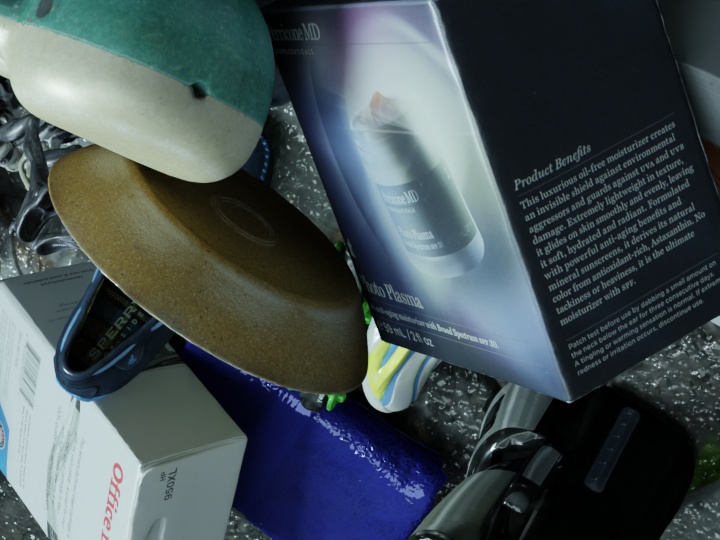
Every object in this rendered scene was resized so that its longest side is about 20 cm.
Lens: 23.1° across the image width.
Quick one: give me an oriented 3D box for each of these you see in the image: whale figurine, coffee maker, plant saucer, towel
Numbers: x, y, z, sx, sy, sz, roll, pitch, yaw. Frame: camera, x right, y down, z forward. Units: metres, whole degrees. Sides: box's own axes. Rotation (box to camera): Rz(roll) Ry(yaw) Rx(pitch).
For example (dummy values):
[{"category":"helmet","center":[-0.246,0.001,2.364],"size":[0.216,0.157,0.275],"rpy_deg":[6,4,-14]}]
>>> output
[{"category":"whale figurine","center":[-0.120,-0.115,0.872],"size":[0.199,0.158,0.105],"rpy_deg":[23,90,56]},{"category":"coffee maker","center":[0.123,0.180,1.047],"size":[0.193,0.200,0.134],"rpy_deg":[49,129,-5]},{"category":"plant saucer","center":[-0.069,-0.014,0.925],"size":[0.199,0.200,0.036],"rpy_deg":[37,107,2]},{"category":"towel","center":[-0.047,0.121,1.196],"size":[0.199,0.050,0.148],"rpy_deg":[35,134,3]}]

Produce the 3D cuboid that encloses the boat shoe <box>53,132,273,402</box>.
[{"category":"boat shoe","center":[-0.113,-0.005,1.070],"size":[0.084,0.069,0.201],"rpy_deg":[28,82,2]}]

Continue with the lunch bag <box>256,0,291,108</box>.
[{"category":"lunch bag","center":[-0.113,-0.168,1.006],"size":[0.199,0.127,0.171],"rpy_deg":[-4,119,57]}]

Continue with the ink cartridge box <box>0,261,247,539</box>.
[{"category":"ink cartridge box","center":[-0.169,0.112,1.168],"size":[0.200,0.084,0.146],"rpy_deg":[45,135,37]}]

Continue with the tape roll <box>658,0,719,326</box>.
[{"category":"tape roll","center":[0.200,-0.051,0.902],"size":[0.200,0.066,0.201],"rpy_deg":[38,157,19]}]

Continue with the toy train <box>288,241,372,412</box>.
[{"category":"toy train","center":[0.000,0.000,1.087],"size":[0.041,0.056,0.202],"rpy_deg":[25,121,10]}]

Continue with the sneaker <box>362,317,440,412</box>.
[{"category":"sneaker","center":[0.069,0.018,1.058],"size":[0.104,0.076,0.202],"rpy_deg":[24,125,11]}]

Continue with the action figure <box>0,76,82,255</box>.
[{"category":"action figure","center":[-0.208,-0.104,1.096],"size":[0.102,0.119,0.201],"rpy_deg":[-34,60,2]}]

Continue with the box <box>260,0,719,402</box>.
[{"category":"box","center":[0.064,-0.062,0.875],"size":[0.200,0.122,0.200],"rpy_deg":[13,126,63]}]
